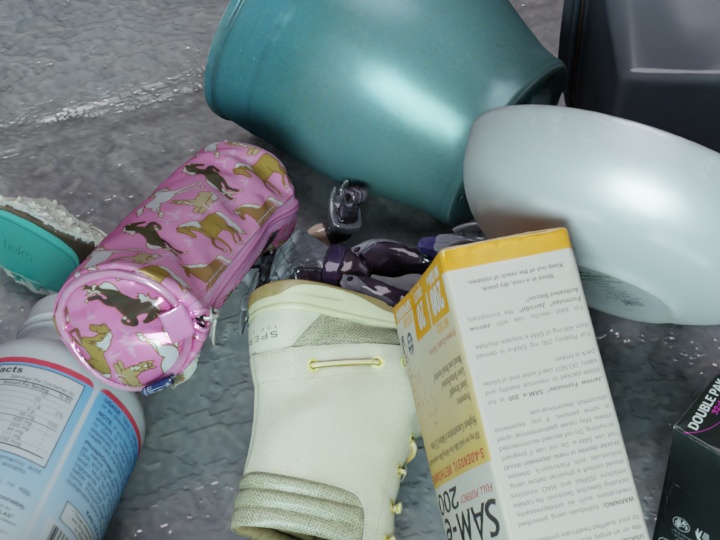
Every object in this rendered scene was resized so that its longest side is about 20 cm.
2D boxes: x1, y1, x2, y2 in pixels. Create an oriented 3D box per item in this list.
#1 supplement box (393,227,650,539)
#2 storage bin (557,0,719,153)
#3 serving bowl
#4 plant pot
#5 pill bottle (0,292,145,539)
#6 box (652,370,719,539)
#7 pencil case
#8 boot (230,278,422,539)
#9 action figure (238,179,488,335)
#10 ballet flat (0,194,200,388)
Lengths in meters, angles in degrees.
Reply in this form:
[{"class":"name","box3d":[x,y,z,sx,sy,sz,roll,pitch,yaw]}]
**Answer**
[{"class":"supplement box","box3d":[0.082,0.093,0.814,0.073,0.126,0.200,-11,77,-13]},{"class":"storage bin","box3d":[0.212,-0.127,1.054,0.145,0.200,0.134,1,56,2]},{"class":"serving bowl","box3d":[0.144,-0.017,0.864,0.200,0.200,0.066,18,78,18]},{"class":"plant pot","box3d":[0.028,-0.135,1.068,0.188,0.200,0.200,38,56,14]},{"class":"pill bottle","box3d":[-0.185,0.110,0.875,0.109,0.109,0.200,10,45,11]},{"class":"box","box3d":[0.279,0.097,0.867,0.148,0.124,0.200,30,54,27]},{"class":"pencil case","box3d":[-0.101,-0.008,0.916,0.086,0.083,0.200,38,30,-4]},{"class":"boot","box3d":[0.022,0.100,0.900,0.200,0.072,0.155,16,62,-23]},{"class":"action figure","box3d":[0.000,0.000,1.010,0.200,0.069,0.130,7,56,14]},{"class":"ballet flat","box3d":[-0.162,0.003,1.015,0.200,0.072,0.072,33,55,28]}]
